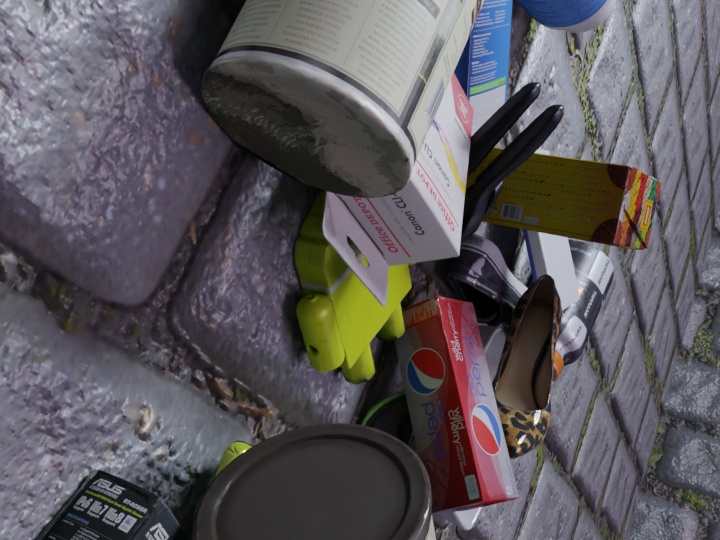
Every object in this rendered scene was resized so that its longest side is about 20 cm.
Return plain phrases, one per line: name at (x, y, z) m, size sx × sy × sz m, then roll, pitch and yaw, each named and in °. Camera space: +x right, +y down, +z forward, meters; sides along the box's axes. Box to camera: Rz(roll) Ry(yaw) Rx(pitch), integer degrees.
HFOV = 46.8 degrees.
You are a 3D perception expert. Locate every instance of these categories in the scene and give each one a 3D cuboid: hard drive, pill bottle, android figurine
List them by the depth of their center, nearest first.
android figurine at (0.000, 0.000, 0.730) m, size 0.182 × 0.041 × 0.200 m, roll -48°, pitch 141°, yaw -41°
pill bottle at (0.216, -0.329, 0.904) m, size 0.200 × 0.112 × 0.113 m, roll 10°, pitch 93°, yaw -60°
hard drive at (0.234, -0.052, 1.052) m, size 0.132 × 0.025 × 0.201 m, roll -14°, pitch 92°, yaw -63°
pill bottle at (0.276, 0.060, 1.166) m, size 0.200 × 0.106 × 0.106 m, roll -58°, pitch 145°, yaw -31°

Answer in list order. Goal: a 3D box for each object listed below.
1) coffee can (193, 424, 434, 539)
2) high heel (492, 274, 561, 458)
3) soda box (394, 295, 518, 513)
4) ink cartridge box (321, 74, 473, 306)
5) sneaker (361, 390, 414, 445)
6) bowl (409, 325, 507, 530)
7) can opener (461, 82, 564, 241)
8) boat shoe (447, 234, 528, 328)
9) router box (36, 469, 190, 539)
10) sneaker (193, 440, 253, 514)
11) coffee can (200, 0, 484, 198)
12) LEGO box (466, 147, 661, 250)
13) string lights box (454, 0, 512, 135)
coffee can at (-0.014, 0.227, 0.551) m, size 0.146 × 0.146 × 0.200 m, roll -43°, pitch 132°, yaw -45°
high heel at (0.177, 0.097, 0.883) m, size 0.200 × 0.071 × 0.143 m, roll -57°, pitch 155°, yaw -62°
soda box at (0.090, 0.129, 0.811) m, size 0.070 × 0.063 × 0.200 m, roll 12°, pitch 60°, yaw -49°
ink cartridge box at (0.035, -0.085, 0.661) m, size 0.117 × 0.067 × 0.200 m, roll 49°, pitch 42°, yaw -47°
sneaker at (0.022, 0.205, 0.801) m, size 0.200 × 0.084 × 0.077 m, roll -58°, pitch 146°, yaw -31°
bowl at (0.113, 0.176, 0.960) m, size 0.200 × 0.075 × 0.200 m, roll -60°, pitch 146°, yaw -28°
can opener at (0.109, -0.094, 0.746) m, size 0.079 × 0.063 × 0.200 m, roll -54°, pitch 178°, yaw -39°
boat shoe at (0.152, 0.034, 0.975) m, size 0.200 × 0.072 × 0.068 m, roll 49°, pitch 57°, yaw -53°
router box at (-0.157, 0.248, 0.527) m, size 0.150 × 0.062 × 0.200 m, roll -55°, pitch 144°, yaw -36°
sneaker at (-0.074, 0.210, 0.661) m, size 0.084 × 0.074 × 0.200 m, roll -47°, pitch 136°, yaw -19°
coffee can at (0.002, -0.171, 0.556) m, size 0.200 × 0.146 × 0.146 m, roll -66°, pitch 149°, yaw -18°
LEGO box at (0.194, -0.078, 0.873) m, size 0.149 × 0.200 × 0.077 m, roll 0°, pitch 101°, yaw -61°
string lights box at (0.101, -0.227, 0.796) m, size 0.103 × 0.059 × 0.200 m, roll -31°, pitch 127°, yaw -53°
